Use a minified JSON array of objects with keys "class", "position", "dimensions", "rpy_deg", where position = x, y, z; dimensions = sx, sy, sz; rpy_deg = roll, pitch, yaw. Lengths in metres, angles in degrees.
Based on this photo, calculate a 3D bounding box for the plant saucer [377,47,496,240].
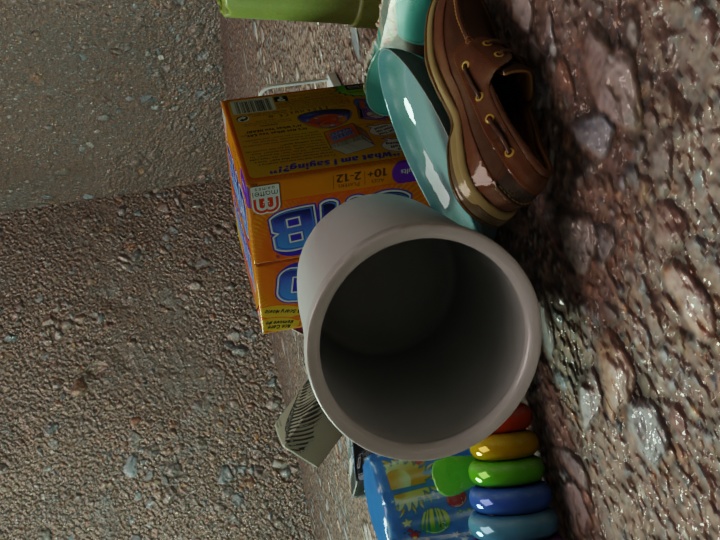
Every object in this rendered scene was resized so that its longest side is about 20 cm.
[{"class":"plant saucer","position":[0.070,-0.102,0.683],"dimensions":[0.200,0.027,0.201],"rpy_deg":[155,90,-86]}]

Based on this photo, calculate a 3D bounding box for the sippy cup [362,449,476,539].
[{"class":"sippy cup","position":[0.074,0.219,0.787],"dimensions":[0.140,0.129,0.179],"rpy_deg":[-118,22,-55]}]

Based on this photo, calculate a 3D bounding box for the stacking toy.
[{"class":"stacking toy","position":[0.125,0.162,0.660],"dimensions":[0.085,0.085,0.202],"rpy_deg":[144,123,-77]}]

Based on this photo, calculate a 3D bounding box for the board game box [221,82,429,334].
[{"class":"board game box","position":[-0.043,-0.080,0.928],"dimensions":[0.200,0.198,0.201],"rpy_deg":[-114,19,-51]}]

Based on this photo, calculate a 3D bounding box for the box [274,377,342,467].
[{"class":"box","position":[-0.034,0.173,1.125],"dimensions":[0.201,0.068,0.082],"rpy_deg":[-54,20,0]}]

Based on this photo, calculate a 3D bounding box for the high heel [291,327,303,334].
[{"class":"high heel","position":[-0.032,0.033,1.006],"dimensions":[0.067,0.199,0.096],"rpy_deg":[42,108,35]}]

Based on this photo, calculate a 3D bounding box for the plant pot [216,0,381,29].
[{"class":"plant pot","position":[-0.064,-0.345,0.839],"dimensions":[0.200,0.188,0.202],"rpy_deg":[171,90,-78]}]

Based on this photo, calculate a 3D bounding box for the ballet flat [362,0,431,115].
[{"class":"ballet flat","position":[0.048,-0.229,0.739],"dimensions":[0.200,0.075,0.064],"rpy_deg":[111,179,-60]}]

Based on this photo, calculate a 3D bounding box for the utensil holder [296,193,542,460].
[{"class":"utensil holder","position":[0.033,0.029,0.634],"dimensions":[0.200,0.168,0.171],"rpy_deg":[-119,21,-75]}]

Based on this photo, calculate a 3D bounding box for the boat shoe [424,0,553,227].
[{"class":"boat shoe","position":[0.098,-0.132,0.573],"dimensions":[0.067,0.072,0.202],"rpy_deg":[-32,55,42]}]

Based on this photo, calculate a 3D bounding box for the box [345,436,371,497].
[{"class":"box","position":[0.005,0.167,0.967],"dimensions":[0.158,0.049,0.202],"rpy_deg":[98,167,-68]}]

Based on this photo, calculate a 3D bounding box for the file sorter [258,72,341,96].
[{"class":"file sorter","position":[-0.071,-0.177,1.169],"dimensions":[0.201,0.123,0.140],"rpy_deg":[-113,17,-46]}]
